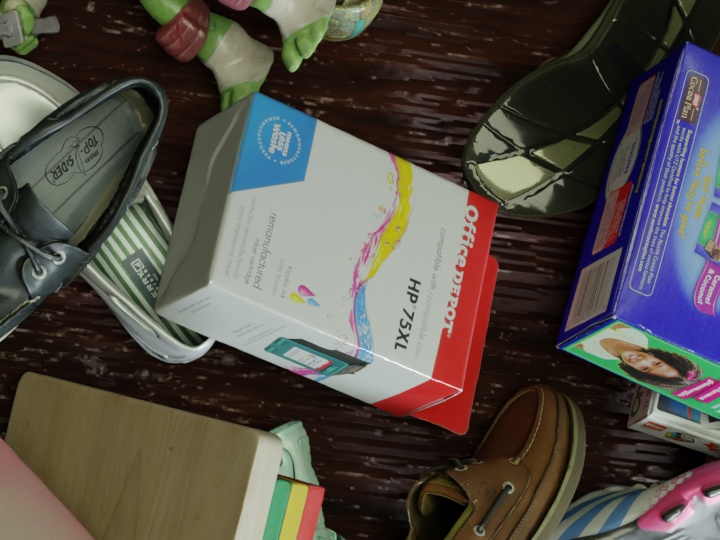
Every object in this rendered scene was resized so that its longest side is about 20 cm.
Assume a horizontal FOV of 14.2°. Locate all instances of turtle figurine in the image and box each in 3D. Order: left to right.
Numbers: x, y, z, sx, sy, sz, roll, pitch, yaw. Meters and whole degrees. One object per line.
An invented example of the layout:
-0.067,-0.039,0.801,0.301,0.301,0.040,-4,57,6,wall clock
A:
-0.122,-0.147,1.514,0.194,0.200,0.144,34,104,-18,turtle figurine

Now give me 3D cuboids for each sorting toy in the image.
-0.114,0.169,1.498,0.069,0.198,0.201,15,87,-43,sorting toy

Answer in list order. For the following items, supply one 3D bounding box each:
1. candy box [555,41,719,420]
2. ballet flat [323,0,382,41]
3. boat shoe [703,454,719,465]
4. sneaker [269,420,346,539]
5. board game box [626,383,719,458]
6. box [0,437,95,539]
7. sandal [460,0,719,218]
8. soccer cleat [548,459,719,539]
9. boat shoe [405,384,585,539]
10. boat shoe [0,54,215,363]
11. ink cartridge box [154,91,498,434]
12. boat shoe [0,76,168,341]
0.226,-0.003,1.574,0.200,0.077,0.170,23,69,-14,candy box
-0.042,-0.220,1.580,0.071,0.071,0.200,-27,95,-13,ballet flat
0.224,0.169,1.637,0.073,0.063,0.201,16,84,-13,boat shoe
-0.014,0.146,1.570,0.200,0.074,0.119,9,92,-11,sneaker
0.232,0.012,1.636,0.126,0.035,0.201,19,70,-12,board game box
-0.230,0.137,1.420,0.200,0.128,0.109,46,117,4,box
0.132,-0.097,1.630,0.201,0.057,0.080,-43,100,-27,sandal
0.167,0.138,1.600,0.199,0.086,0.070,-18,110,-1,soccer cleat
0.064,0.128,1.558,0.068,0.072,0.200,37,46,-15,boat shoe
-0.138,-0.037,1.550,0.074,0.067,0.200,-44,99,-11,boat shoe
0.000,0.000,1.552,0.200,0.067,0.117,23,64,-25,ink cartridge box
-0.162,-0.029,1.461,0.075,0.066,0.199,50,59,-6,boat shoe
